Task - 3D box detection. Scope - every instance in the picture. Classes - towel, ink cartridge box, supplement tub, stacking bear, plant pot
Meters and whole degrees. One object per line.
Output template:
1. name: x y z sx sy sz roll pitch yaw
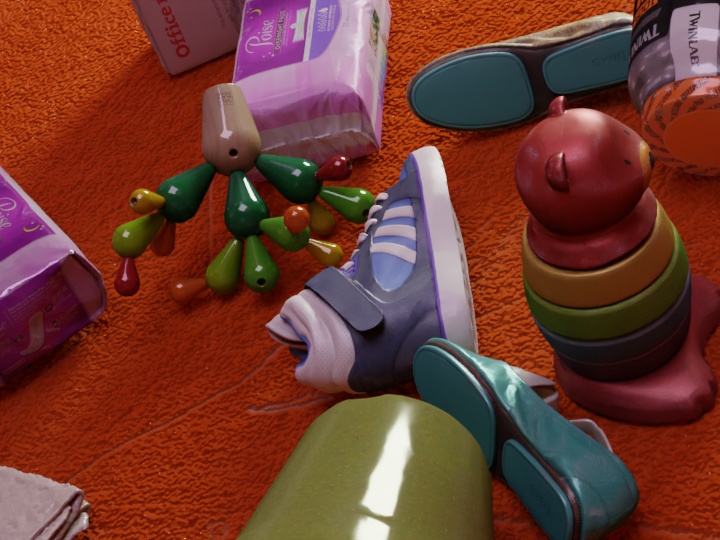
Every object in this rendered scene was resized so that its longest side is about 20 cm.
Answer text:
1. towel: -0.288 0.183 1.302 0.199 0.035 0.133 13 50 36
2. ink cartridge box: -0.107 -0.278 1.635 0.199 0.146 0.084 -23 41 0
3. supplement tub: 0.255 -0.176 1.353 0.122 0.123 0.201 -4 56 21
4. stacking bear: 0.152 -0.014 1.179 0.113 0.201 0.122 -5 43 20
5. plant pot: 0.005 0.174 1.078 0.199 0.201 0.190 -8 29 17

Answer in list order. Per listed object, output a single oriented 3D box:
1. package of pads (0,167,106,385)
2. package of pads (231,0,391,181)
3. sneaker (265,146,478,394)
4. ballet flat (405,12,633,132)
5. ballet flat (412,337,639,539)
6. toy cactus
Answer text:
1. package of pads: -0.290 -0.005 1.463 0.120 0.076 0.200 -36 41 -13
2. package of pads: -0.041 -0.164 1.533 0.120 0.076 0.201 -10 42 13
3. sneaker: 0.000 0.000 1.328 0.145 0.081 0.201 -13 46 6
4. ballet flat: 0.135 -0.154 1.455 0.199 0.071 0.071 -13 41 13
5. ballet flat: 0.108 0.104 1.189 0.070 0.068 0.200 -12 34 -26
6. toy cactus: -0.094 -0.063 1.406 0.199 0.102 0.166 -14 68 4
